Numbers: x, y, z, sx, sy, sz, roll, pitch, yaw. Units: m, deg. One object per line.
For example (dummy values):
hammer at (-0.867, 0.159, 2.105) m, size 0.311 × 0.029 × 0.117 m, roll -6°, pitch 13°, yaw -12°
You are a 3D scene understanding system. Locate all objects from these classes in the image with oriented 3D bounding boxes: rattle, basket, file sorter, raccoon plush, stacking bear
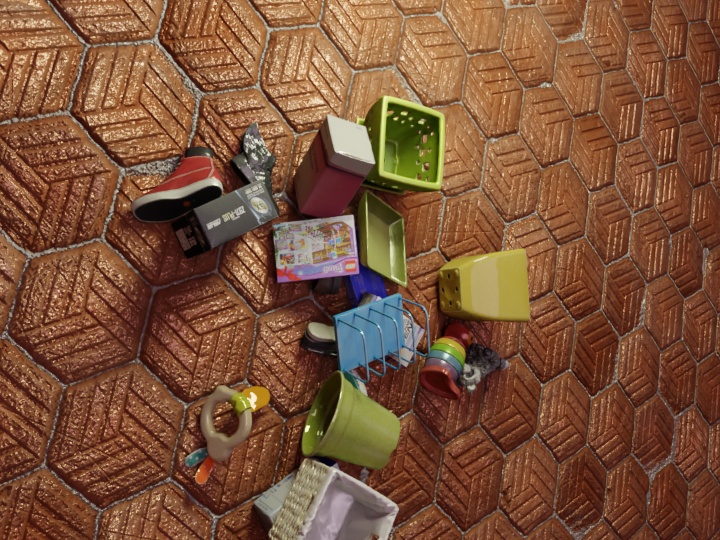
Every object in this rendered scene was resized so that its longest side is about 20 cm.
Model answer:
rattle at (-0.295, 0.358, 1.336) m, size 0.127 × 0.143 × 0.205 m, roll 17°, pitch 93°, yaw 3°
basket at (-0.063, 0.535, 1.268) m, size 0.199 × 0.160 × 0.201 m, roll 37°, pitch 69°, yaw -24°
file sorter at (0.054, 0.160, 1.402) m, size 0.196 × 0.122 × 0.143 m, roll -17°, pitch 111°, yaw -32°
raccoon plush at (0.352, 0.295, 1.710) m, size 0.197 × 0.096 × 0.137 m, roll 28°, pitch 80°, yaw -27°
stacking bear at (0.243, 0.229, 1.633) m, size 0.202 × 0.112 × 0.123 m, roll -57°, pitch 132°, yaw -34°

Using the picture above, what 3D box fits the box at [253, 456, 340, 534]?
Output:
box at (-0.116, 0.568, 1.387) m, size 0.198 × 0.104 × 0.188 m, roll -29°, pitch 102°, yaw -29°

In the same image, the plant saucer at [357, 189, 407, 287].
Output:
plant saucer at (0.049, -0.072, 1.520) m, size 0.199 × 0.047 × 0.205 m, roll 27°, pitch 56°, yaw -53°

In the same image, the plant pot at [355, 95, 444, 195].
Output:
plant pot at (0.085, -0.302, 1.530) m, size 0.195 × 0.180 × 0.206 m, roll 8°, pitch 82°, yaw -31°

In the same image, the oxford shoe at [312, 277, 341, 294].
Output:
oxford shoe at (-0.091, -0.045, 1.467) m, size 0.082 × 0.072 × 0.206 m, roll 3°, pitch 84°, yaw -27°

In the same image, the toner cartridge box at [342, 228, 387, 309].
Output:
toner cartridge box at (0.000, 0.000, 1.536) m, size 0.093 × 0.043 × 0.205 m, roll -20°, pitch 97°, yaw -32°

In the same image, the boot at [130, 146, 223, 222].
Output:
boot at (-0.404, -0.193, 1.294) m, size 0.195 × 0.073 × 0.147 m, roll -20°, pitch 59°, yaw -6°

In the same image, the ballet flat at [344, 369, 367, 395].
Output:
ballet flat at (-0.004, 0.330, 1.506) m, size 0.071 × 0.071 × 0.205 m, roll -21°, pitch 100°, yaw -30°

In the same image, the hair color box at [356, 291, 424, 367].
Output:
hair color box at (0.065, 0.152, 1.524) m, size 0.199 × 0.064 × 0.111 m, roll 35°, pitch 79°, yaw -35°

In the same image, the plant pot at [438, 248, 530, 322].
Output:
plant pot at (0.326, 0.049, 1.654) m, size 0.195 × 0.195 × 0.200 m, roll -2°, pitch 88°, yaw -25°

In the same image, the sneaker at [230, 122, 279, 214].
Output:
sneaker at (-0.227, -0.232, 1.402) m, size 0.104 × 0.060 × 0.201 m, roll -42°, pitch 104°, yaw -22°

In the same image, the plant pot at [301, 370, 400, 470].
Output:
plant pot at (-0.014, 0.366, 1.390) m, size 0.181 × 0.200 × 0.204 m, roll 27°, pitch 73°, yaw -14°

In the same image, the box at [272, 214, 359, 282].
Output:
box at (-0.106, -0.050, 1.419) m, size 0.194 × 0.039 × 0.141 m, roll -6°, pitch 87°, yaw 0°

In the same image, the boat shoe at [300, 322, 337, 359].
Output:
boat shoe at (-0.062, 0.184, 1.488) m, size 0.197 × 0.073 × 0.063 m, roll 21°, pitch 119°, yaw -34°

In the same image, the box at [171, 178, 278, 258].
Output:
box at (-0.292, -0.106, 1.271) m, size 0.162 × 0.198 × 0.088 m, roll -31°, pitch 101°, yaw -30°

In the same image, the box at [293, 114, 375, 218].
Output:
box at (-0.066, -0.236, 1.402) m, size 0.107 × 0.201 × 0.130 m, roll 10°, pitch 47°, yaw -28°
